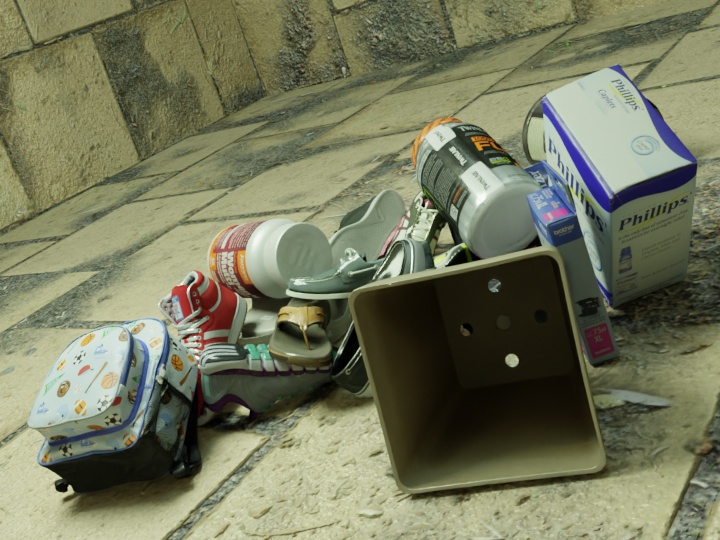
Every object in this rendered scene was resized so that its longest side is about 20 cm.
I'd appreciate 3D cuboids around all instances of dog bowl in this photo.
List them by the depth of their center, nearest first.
[{"bbox_3d":[-0.101,0.071,1.285,0.197,0.059,0.201,-18,19,6],"label":"dog bowl"}]

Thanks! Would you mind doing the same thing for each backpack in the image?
[{"bbox_3d":[-0.287,0.150,1.063,0.197,0.155,0.192,-11,39,21],"label":"backpack"}]

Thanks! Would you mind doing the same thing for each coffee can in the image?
[{"bbox_3d":[0.376,-0.214,1.452,0.145,0.148,0.200,-24,20,-15],"label":"coffee can"}]

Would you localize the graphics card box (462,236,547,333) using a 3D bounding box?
[{"bbox_3d":[0.219,0.012,1.147,0.124,0.052,0.200,-5,25,36],"label":"graphics card box"}]

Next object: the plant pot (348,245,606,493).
[{"bbox_3d":[0.126,0.077,0.875,0.197,0.203,0.177,-12,9,20],"label":"plant pot"}]

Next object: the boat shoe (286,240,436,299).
[{"bbox_3d":[0.000,0.000,1.150,0.196,0.063,0.073,-6,7,1],"label":"boat shoe"}]

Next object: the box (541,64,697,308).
[{"bbox_3d":[0.297,-0.096,1.043,0.103,0.201,0.185,-20,49,-1],"label":"box"}]

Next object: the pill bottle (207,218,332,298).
[{"bbox_3d":[-0.130,-0.016,1.261,0.109,0.111,0.199,-31,16,-31],"label":"pill bottle"}]

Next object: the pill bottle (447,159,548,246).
[{"bbox_3d":[0.231,-0.087,1.306,0.197,0.113,0.112,-21,19,-3],"label":"pill bottle"}]

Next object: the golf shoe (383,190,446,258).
[{"bbox_3d":[0.084,-0.060,1.321,0.076,0.089,0.201,17,47,5],"label":"golf shoe"}]

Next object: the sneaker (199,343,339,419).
[{"bbox_3d":[-0.103,0.139,1.111,0.197,0.089,0.074,2,14,-13],"label":"sneaker"}]

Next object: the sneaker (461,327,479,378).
[{"bbox_3d":[0.079,0.079,1.063,0.070,0.077,0.199,-30,22,-30],"label":"sneaker"}]

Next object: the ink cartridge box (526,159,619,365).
[{"bbox_3d":[0.226,-0.011,0.973,0.041,0.203,0.120,-18,19,6],"label":"ink cartridge box"}]

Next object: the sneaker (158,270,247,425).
[{"bbox_3d":[-0.217,0.094,1.162,0.071,0.112,0.202,-23,43,33],"label":"sneaker"}]

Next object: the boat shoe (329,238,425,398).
[{"bbox_3d":[0.021,0.050,1.058,0.068,0.056,0.203,1,68,56],"label":"boat shoe"}]

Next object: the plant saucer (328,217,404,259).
[{"bbox_3d":[0.011,-0.023,1.440,0.197,0.051,0.201,-17,20,6],"label":"plant saucer"}]

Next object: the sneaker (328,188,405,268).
[{"bbox_3d":[-0.014,-0.036,1.333,0.200,0.071,0.099,-49,11,-37],"label":"sneaker"}]

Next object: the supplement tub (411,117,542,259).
[{"bbox_3d":[0.152,-0.117,1.200,0.121,0.124,0.201,-23,44,-11],"label":"supplement tub"}]

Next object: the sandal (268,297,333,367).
[{"bbox_3d":[-0.068,0.063,1.110,0.080,0.055,0.200,3,22,3],"label":"sandal"}]

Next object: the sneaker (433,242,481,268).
[{"bbox_3d":[0.115,0.003,1.234,0.198,0.076,0.076,-24,21,-15],"label":"sneaker"}]
